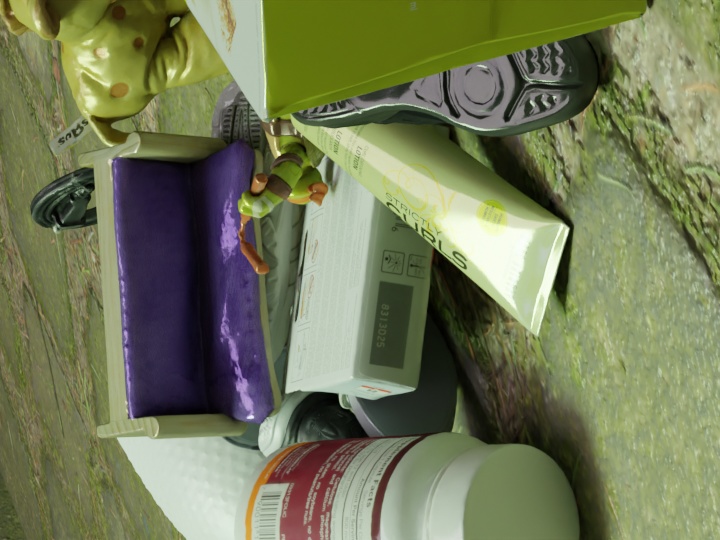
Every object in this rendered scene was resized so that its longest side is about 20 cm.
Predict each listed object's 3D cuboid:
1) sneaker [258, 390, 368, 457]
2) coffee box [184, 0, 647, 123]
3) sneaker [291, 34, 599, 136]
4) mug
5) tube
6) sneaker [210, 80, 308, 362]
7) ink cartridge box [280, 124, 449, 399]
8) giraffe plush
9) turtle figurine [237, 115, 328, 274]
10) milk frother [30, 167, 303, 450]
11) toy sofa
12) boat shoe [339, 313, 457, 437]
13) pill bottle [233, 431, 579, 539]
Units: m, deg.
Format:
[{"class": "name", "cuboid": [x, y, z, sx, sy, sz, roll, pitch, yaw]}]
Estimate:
[{"class": "sneaker", "cuboid": [0.006, 0.156, 1.681, 0.114, 0.076, 0.200, 31, 164, 31]}, {"class": "coffee box", "cuboid": [0.008, -0.222, 1.111, 0.198, 0.199, 0.200, -122, 22, -43]}, {"class": "sneaker", "cuboid": [0.062, -0.112, 1.284, 0.199, 0.114, 0.077, -1, 101, 45]}, {"class": "mug", "cuboid": [-0.080, 0.159, 1.900, 0.175, 0.148, 0.200, 53, -176, 35]}, {"class": "tube", "cuboid": [0.041, -0.049, 1.374, 0.200, 0.052, 0.058, 41, 176, 30]}, {"class": "sneaker", "cuboid": [-0.050, -0.030, 1.659, 0.078, 0.099, 0.201, 10, 95, 41]}, {"class": "ink cartridge box", "cuboid": [0.000, 0.000, 1.520, 0.200, 0.050, 0.163, 153, 125, -77]}, {"class": "giraffe plush", "cuboid": [-0.185, -0.195, 1.706, 0.172, 0.200, 0.162, 32, 168, 39]}, {"class": "turtle figurine", "cuboid": [-0.046, -0.098, 1.506, 0.200, 0.064, 0.162, -74, -23, -58]}, {"class": "milk frother", "cuboid": [-0.121, 0.013, 1.763, 0.181, 0.199, 0.188, 99, 151, -47]}, {"class": "toy sofa", "cuboid": [-0.120, 0.011, 1.598, 0.097, 0.083, 0.201, -10, 82, 43]}, {"class": "boat shoe", "cuboid": [0.009, 0.062, 1.594, 0.086, 0.074, 0.202, 92, 159, -46]}, {"class": "pill bottle", "cuboid": [0.027, 0.155, 1.449, 0.200, 0.114, 0.115, -7, 99, 48]}]
